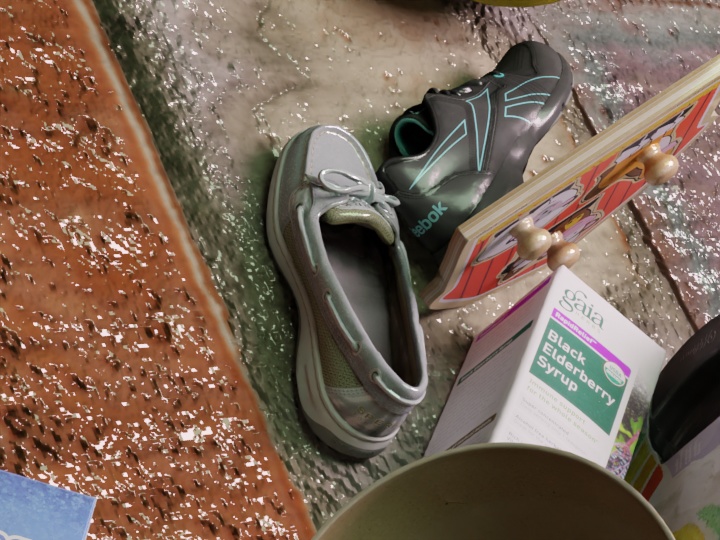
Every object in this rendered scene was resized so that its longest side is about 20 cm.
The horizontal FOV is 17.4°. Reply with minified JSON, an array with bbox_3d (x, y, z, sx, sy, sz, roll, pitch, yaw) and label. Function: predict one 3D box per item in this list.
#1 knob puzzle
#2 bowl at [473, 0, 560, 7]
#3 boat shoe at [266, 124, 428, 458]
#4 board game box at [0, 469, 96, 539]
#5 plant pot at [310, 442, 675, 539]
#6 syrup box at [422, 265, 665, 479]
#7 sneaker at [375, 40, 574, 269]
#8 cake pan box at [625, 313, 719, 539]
[{"bbox_3d":[0.120,-0.028,1.285,0.219,0.220,0.030,-23,73,-49],"label":"knob puzzle"},{"bbox_3d":[0.066,-0.233,1.466,0.200,0.108,0.201,23,45,-25],"label":"bowl"},{"bbox_3d":[-0.001,0.000,1.239,0.074,0.065,0.202,20,45,-29],"label":"boat shoe"},{"bbox_3d":[-0.218,0.143,0.892,0.199,0.043,0.199,17,43,-7],"label":"board game box"},{"bbox_3d":[0.070,0.197,1.063,0.135,0.200,0.201,56,20,-52],"label":"plant pot"},{"bbox_3d":[0.087,0.095,1.225,0.079,0.081,0.200,40,40,-10],"label":"syrup box"},{"bbox_3d":[0.067,-0.084,1.367,0.079,0.075,0.200,37,39,-8],"label":"sneaker"},{"bbox_3d":[0.190,0.110,1.224,0.052,0.184,0.200,31,42,-18],"label":"cake pan box"}]
